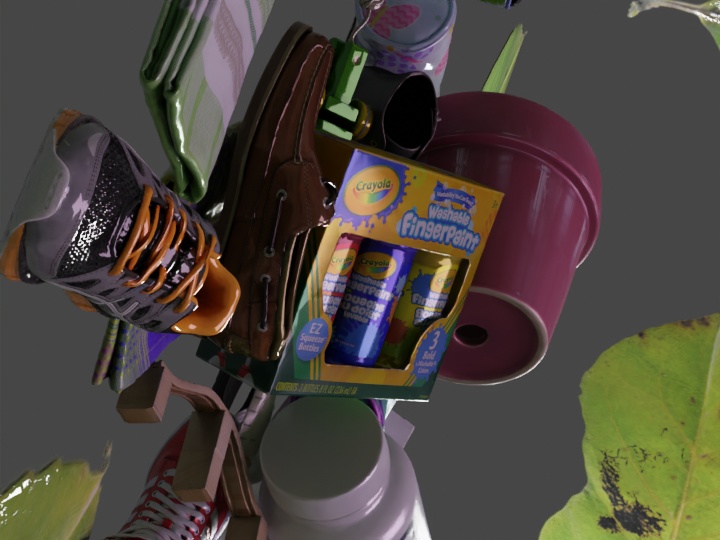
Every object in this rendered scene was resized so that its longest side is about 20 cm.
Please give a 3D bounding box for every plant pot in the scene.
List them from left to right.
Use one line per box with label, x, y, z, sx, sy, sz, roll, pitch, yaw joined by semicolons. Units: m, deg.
plant pot;0.097;-0.015;1.129;0.201;0.199;0.180;103;-2;-49

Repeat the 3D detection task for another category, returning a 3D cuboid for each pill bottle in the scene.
pill bottle;-0.012;0.184;1.028;0.201;0.119;0.120;76;32;-49

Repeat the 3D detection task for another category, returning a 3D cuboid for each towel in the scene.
towel;-0.101;-0.017;0.843;0.200;0.023;0.144;-48;159;-72
towel;-0.056;-0.147;0.693;0.149;0.030;0.201;85;21;-72

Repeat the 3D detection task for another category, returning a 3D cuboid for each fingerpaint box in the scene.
fingerpaint box;0.000;0.000;0.950;0.200;0.073;0.168;11;101;-56

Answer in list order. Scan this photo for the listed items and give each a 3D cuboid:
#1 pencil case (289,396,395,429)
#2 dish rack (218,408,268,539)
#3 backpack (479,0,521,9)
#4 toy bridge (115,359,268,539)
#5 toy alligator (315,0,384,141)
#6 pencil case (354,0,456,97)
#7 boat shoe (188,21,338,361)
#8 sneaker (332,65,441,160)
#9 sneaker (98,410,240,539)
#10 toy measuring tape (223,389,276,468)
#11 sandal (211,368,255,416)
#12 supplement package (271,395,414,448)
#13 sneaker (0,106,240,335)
pencil case;0.010;0.081;1.166;0.200;0.085;0.093;-49;126;-61
dish rack;-0.107;0.226;1.076;0.200;0.043;0.172;-50;145;-24
backpack;0.084;-0.293;0.933;0.183;0.146;0.201;-57;163;-63
toy bridge;-0.103;0.121;0.911;0.200;0.027;0.068;66;26;-46
toy alligator;-0.027;-0.125;1.009;0.054;0.059;0.201;6;-103;51
pencil case;0.032;-0.172;1.164;0.200;0.083;0.091;96;-7;-67
boat shoe;-0.044;-0.045;0.826;0.072;0.068;0.201;-30;140;-76
sneaker;-0.002;-0.059;1.054;0.106;0.074;0.201;11;-87;61
sneaker;-0.137;0.177;0.945;0.113;0.071;0.201;101;14;-71
toy measuring tape;-0.076;0.043;1.005;0.074;0.073;0.201;75;34;-78
sandal;-0.110;0.134;1.126;0.075;0.045;0.201;90;23;-71
supplement package;-0.058;0.196;1.237;0.200;0.114;0.110;-54;177;14
sneaker;-0.102;-0.014;0.622;0.200;0.077;0.079;61;52;-79
